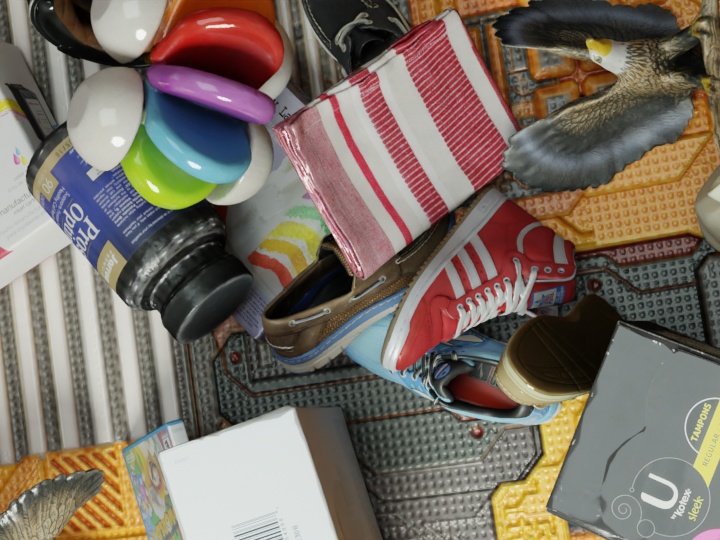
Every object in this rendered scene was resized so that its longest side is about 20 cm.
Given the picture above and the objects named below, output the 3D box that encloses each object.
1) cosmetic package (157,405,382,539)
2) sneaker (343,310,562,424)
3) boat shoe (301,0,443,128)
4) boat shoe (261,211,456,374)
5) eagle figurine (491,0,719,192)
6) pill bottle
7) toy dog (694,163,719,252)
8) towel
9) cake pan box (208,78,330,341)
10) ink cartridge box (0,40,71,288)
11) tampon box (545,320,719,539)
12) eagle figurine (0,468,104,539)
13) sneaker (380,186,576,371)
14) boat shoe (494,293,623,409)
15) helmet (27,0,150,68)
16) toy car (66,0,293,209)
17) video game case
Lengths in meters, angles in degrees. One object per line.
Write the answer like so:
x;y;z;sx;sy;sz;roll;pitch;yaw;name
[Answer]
-0.057;0.223;1.173;0.122;0.200;0.201;-20;81;9;cosmetic package
0.071;0.075;1.198;0.199;0.090;0.079;16;98;20;sneaker
0.012;-0.189;1.247;0.074;0.060;0.200;-40;77;14;boat shoe
0.000;0.000;1.205;0.200;0.073;0.072;-45;48;-13;boat shoe
0.213;-0.160;1.164;0.199;0.151;0.152;-10;39;46;eagle figurine
-0.186;-0.038;1.228;0.112;0.112;0.200;-46;74;11;pill bottle
0.360;-0.027;1.081;0.200;0.140;0.194;37;136;5;toy dog
0.039;-0.107;1.171;0.200;0.023;0.145;-38;107;-23;towel
-0.091;-0.070;1.282;0.184;0.052;0.200;-46;75;9;cake pan box
-0.357;-0.098;1.352;0.147;0.086;0.201;-33;80;14;ink cartridge box
0.239;0.129;1.086;0.126;0.200;0.151;22;95;18;tampon box
-0.307;0.273;1.293;0.199;0.152;0.152;-14;62;22;eagle figurine
0.104;0.025;1.163;0.112;0.071;0.200;31;57;12;sneaker
0.153;0.075;1.121;0.074;0.200;0.066;51;119;14;boat shoe
-0.202;-0.296;1.255;0.199;0.200;0.192;0;68;18;helmet
-0.124;-0.149;1.141;0.150;0.174;0.201;0;76;53;toy car
-0.156;0.240;1.257;0.143;0.018;0.201;-32;74;60;video game case
